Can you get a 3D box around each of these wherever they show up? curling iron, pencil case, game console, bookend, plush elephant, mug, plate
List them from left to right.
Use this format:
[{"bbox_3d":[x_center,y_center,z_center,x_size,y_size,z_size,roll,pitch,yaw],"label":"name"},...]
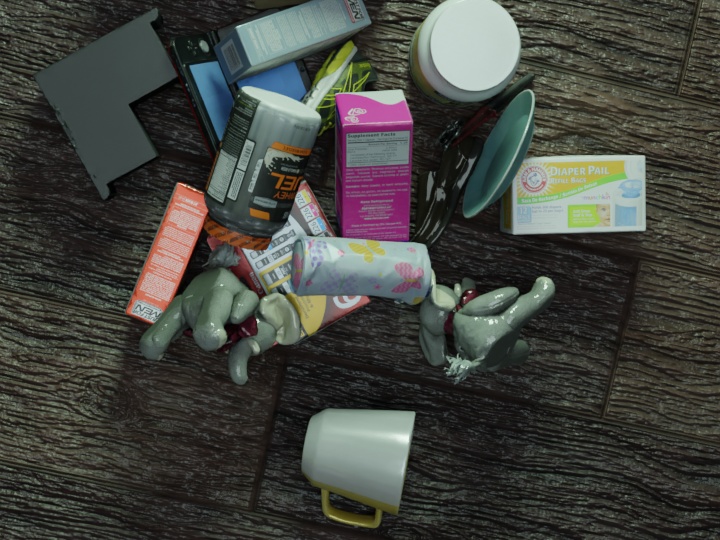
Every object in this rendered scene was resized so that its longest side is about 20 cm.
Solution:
[{"bbox_3d":[-0.327,-0.236,1.692,0.199,0.092,0.200,-30,96,-2],"label":"bookend"},{"bbox_3d":[-0.181,0.079,1.642,0.164,0.201,0.155,-17,125,37],"label":"plush elephant"},{"bbox_3d":[-0.159,-0.261,1.692,0.118,0.172,0.201,-20,96,25],"label":"game console"},{"bbox_3d":[-0.008,0.287,1.732,0.152,0.149,0.188,10,87,4],"label":"mug"},{"bbox_3d":[0.000,0.000,1.655,0.198,0.084,0.091,5,135,-17],"label":"pencil case"},{"bbox_3d":[0.156,0.069,1.728,0.199,0.165,0.155,-27,55,-32],"label":"plush elephant"},{"bbox_3d":[0.186,-0.233,1.724,0.199,0.050,0.026,-35,77,-24],"label":"curling iron"},{"bbox_3d":[0.202,-0.161,1.676,0.025,0.200,0.201,25,93,-9],"label":"plate"}]

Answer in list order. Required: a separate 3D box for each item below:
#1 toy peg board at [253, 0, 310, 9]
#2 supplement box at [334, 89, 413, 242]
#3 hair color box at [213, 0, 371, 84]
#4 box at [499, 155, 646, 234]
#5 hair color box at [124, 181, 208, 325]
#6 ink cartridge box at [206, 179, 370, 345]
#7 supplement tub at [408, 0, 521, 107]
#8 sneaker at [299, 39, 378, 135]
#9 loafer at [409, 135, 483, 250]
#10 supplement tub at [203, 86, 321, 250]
[{"bbox_3d":[-0.059,-0.463,1.645,0.198,0.199,0.099,-10,78,-5],"label":"toy peg board"},{"bbox_3d":[0.017,-0.142,1.672,0.102,0.101,0.201,-3,124,-7],"label":"supplement box"},{"bbox_3d":[-0.095,-0.330,1.659,0.199,0.099,0.061,-25,95,-26],"label":"hair color box"},{"bbox_3d":[0.308,-0.112,1.735,0.198,0.101,0.114,-3,95,-3],"label":"box"},{"bbox_3d":[-0.271,-0.025,1.708,0.061,0.102,0.201,23,94,-5],"label":"hair color box"},{"bbox_3d":[-0.108,-0.003,1.728,0.175,0.084,0.201,-30,96,0],"label":"ink cartridge box"},{"bbox_3d":[0.146,-0.306,1.660,0.143,0.200,0.146,0,95,-3],"label":"supplement tub"},{"bbox_3d":[-0.039,-0.237,1.699,0.084,0.074,0.201,35,73,-15],"label":"sneaker"},{"bbox_3d":[0.111,-0.115,1.744,0.071,0.073,0.201,26,83,-1],"label":"loafer"},{"bbox_3d":[-0.138,-0.137,1.605,0.122,0.123,0.201,19,105,-5],"label":"supplement tub"}]
